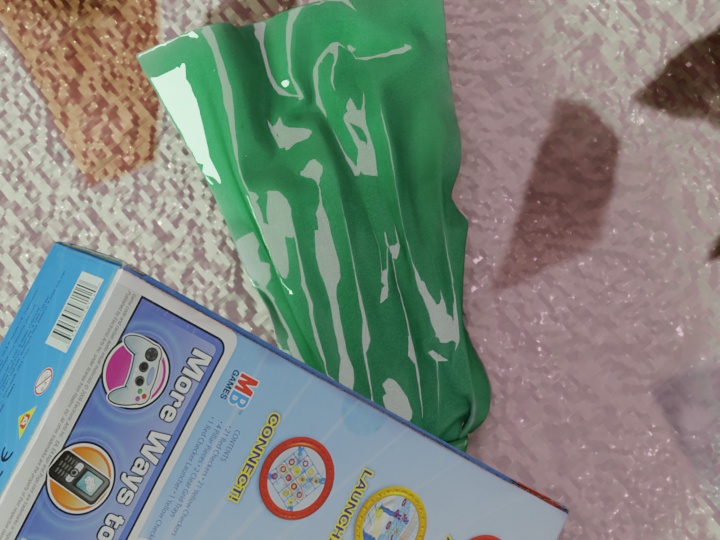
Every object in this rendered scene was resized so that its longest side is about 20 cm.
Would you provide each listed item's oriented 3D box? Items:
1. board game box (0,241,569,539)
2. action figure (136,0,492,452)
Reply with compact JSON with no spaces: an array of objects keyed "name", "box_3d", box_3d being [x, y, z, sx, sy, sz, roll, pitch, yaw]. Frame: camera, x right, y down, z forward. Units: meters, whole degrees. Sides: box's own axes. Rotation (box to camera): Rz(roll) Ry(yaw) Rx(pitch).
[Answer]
[{"name":"board game box","box_3d":[-0.056,0.123,0.740,0.196,0.056,0.200,31,83,-31]},{"name":"action figure","box_3d":[0.000,0.000,0.844,0.118,0.055,0.200,-16,80,-3]}]
